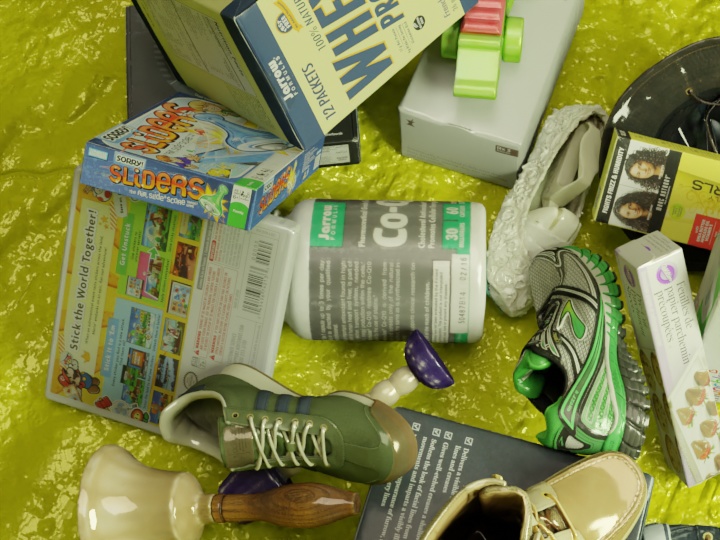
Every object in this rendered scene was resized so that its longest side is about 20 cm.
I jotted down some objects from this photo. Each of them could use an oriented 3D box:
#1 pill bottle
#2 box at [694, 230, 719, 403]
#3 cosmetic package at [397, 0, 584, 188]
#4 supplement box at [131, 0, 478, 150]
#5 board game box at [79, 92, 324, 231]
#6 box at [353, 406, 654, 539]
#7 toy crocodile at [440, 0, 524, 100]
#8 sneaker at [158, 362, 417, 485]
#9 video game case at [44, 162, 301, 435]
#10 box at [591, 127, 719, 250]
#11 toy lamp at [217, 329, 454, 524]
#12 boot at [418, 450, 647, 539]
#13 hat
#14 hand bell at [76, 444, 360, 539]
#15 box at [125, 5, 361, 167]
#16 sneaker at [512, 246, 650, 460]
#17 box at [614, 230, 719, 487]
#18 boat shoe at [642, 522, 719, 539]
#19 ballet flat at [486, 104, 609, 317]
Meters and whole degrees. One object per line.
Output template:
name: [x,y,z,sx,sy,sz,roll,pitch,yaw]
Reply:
pill bottle: [0.000,0.000,1.255,0.198,0.113,0.114,1,64,3]
box: [0.344,0.032,1.176,0.175,0.200,0.097,11,66,7]
cosmetic package: [0.116,-0.183,1.356,0.112,0.081,0.201,19,68,12]
supplement box: [-0.054,-0.234,1.266,0.200,0.135,0.199,-42,42,-14]
board game box: [-0.117,-0.089,1.225,0.134,0.200,0.035,15,110,8]
box: [0.099,0.208,1.155,0.199,0.107,0.149,15,66,10]
toy crocodile: [0.108,-0.229,1.299,0.067,0.062,0.201,10,66,10]
sneaker: [-0.061,0.121,1.127,0.199,0.068,0.090,14,24,40]
video game case: [-0.149,0.033,1.224,0.181,0.201,0.023,16,22,10]
box: [0.288,-0.052,1.244,0.198,0.050,0.076,15,104,2]
toy lamp: [-0.022,0.125,1.210,0.200,0.058,0.058,-38,67,5]
boot: [0.112,0.167,1.028,0.199,0.156,0.073,-31,67,-11]
hat: [0.293,-0.103,1.298,0.199,0.081,0.202,2,108,5]
hand bell: [-0.096,0.174,1.150,0.198,0.104,0.105,-6,63,20]
box: [-0.103,-0.163,1.375,0.198,0.044,0.161,-5,65,1]
sneaker: [0.154,0.053,1.178,0.084,0.078,0.201,4,40,-11]
box: [0.234,0.069,1.175,0.038,0.201,0.041,-23,28,-10]
boat shoe: [0.257,0.276,1.134,0.090,0.071,0.202,-4,62,5]
ballet flat: [0.158,-0.058,1.292,0.071,0.072,0.201,17,66,11]
